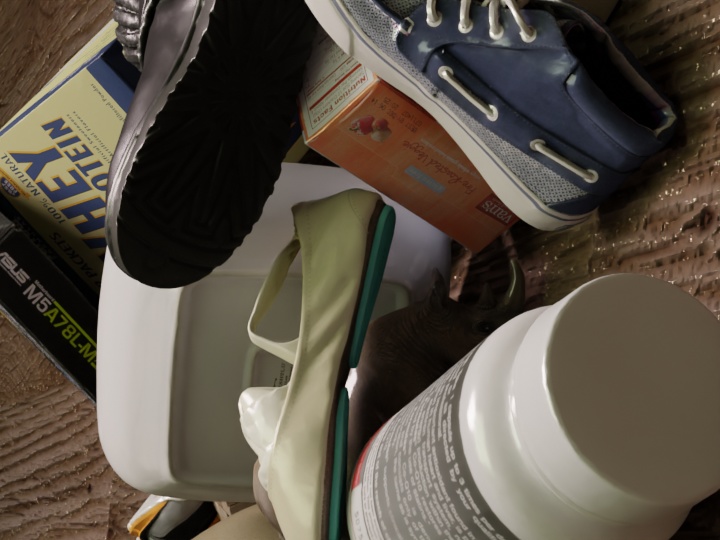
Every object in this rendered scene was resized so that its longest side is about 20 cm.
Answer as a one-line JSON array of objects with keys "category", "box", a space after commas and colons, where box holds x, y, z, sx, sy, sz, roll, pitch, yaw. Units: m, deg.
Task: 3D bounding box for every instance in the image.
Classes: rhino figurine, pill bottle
[{"category": "rhino figurine", "box": [0.020, 0.073, 0.929, 0.200, 0.087, 0.060, -52, -1, 11]}, {"category": "pill bottle", "box": [0.078, 0.084, 0.774, 0.200, 0.113, 0.115, 133, 140, -58]}]

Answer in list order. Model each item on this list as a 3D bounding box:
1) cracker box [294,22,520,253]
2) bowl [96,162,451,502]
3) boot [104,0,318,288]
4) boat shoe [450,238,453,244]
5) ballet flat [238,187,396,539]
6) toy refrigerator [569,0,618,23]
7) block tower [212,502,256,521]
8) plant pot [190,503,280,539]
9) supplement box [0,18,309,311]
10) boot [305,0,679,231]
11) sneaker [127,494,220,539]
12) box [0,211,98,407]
[{"category": "cracker box", "box": [0.021, -0.121, 0.963, 0.058, 0.134, 0.201, -37, 43, 26]}, {"category": "bowl", "box": [-0.045, 0.045, 0.981, 0.075, 0.198, 0.202, -116, 31, -65]}, {"category": "boot", "box": [-0.097, -0.100, 0.930, 0.157, 0.079, 0.213, 17, 82, 57]}, {"category": "boat shoe", "box": [0.000, 0.000, 1.081, 0.201, 0.065, 0.072, 119, 150, -45]}, {"category": "ballet flat", "box": [-0.028, 0.052, 0.880, 0.069, 0.069, 0.202, 141, 143, -62]}, {"category": "toy refrigerator", "box": [0.110, -0.202, 0.851, 0.201, 0.069, 0.076, 118, 152, -42]}, {"category": "block tower", "box": [-0.086, 0.096, 1.175, 0.058, 0.054, 0.202, 26, 136, 66]}, {"category": "plant pot", "box": [-0.057, 0.225, 1.063, 0.200, 0.133, 0.202, -172, 90, -70]}, {"category": "supplement box", "box": [-0.119, -0.109, 1.158, 0.199, 0.134, 0.200, -27, 20, 48]}, {"category": "boot", "box": [0.059, -0.115, 0.832, 0.073, 0.200, 0.090, -49, 4, -40]}, {"category": "sneaker", "box": [-0.120, 0.191, 1.289, 0.078, 0.077, 0.200, -49, -11, -23]}, {"category": "box", "box": [-0.217, 0.015, 1.161, 0.047, 0.200, 0.193, -43, 37, -8]}]
